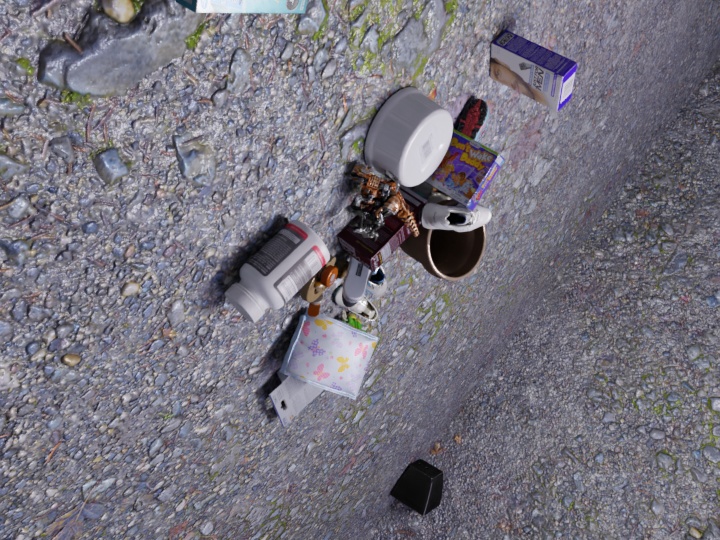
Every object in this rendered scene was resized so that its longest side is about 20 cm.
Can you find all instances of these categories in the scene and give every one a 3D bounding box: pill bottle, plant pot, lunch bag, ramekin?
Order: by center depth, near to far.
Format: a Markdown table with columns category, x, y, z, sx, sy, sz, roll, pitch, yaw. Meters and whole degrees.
| category | x | y | z | sx | sy | sz | roll | pitch | yaw |
| --- | --- | --- | --- | --- | --- | --- | --- | --- | --- |
| pill bottle | -0.163 | 0.005 | 1.247 | 0.200 | 0.110 | 0.111 | -45 | 152 | -18 |
| ramekin | 0.109 | -0.279 | 1.376 | 0.200 | 0.098 | 0.201 | -38 | 149 | -28 |
| lunch bag | -0.084 | 0.197 | 1.551 | 0.199 | 0.127 | 0.171 | 24 | 81 | -32 |
| plant pot | 0.188 | -0.085 | 1.613 | 0.199 | 0.174 | 0.202 | -8 | 104 | -33 |
| plant pot | 0.295 | 1.046 | 3.140 | 0.200 | 0.199 | 0.179 | 2 | 109 | -59 |

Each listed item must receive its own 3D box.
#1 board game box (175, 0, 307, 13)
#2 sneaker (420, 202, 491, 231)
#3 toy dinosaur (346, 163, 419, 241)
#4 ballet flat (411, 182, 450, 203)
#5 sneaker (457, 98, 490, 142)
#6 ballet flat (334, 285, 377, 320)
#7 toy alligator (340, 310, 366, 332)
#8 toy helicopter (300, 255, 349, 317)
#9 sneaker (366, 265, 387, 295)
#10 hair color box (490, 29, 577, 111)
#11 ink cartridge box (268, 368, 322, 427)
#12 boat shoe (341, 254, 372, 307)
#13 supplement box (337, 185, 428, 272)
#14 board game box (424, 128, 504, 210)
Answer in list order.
| category | x | y | z | sx | sy | sz | roll | pitch | yaw |
| --- | --- | --- | --- | --- | --- | --- | --- | --- | --- |
| board game box | -0.142 | -0.425 | 0.851 | 0.199 | 0.047 | 0.152 | -24 | 141 | -45 |
| sneaker | 0.234 | -0.118 | 1.479 | 0.199 | 0.087 | 0.075 | -8 | 106 | -35 |
| toy dinosaur | 0.045 | -0.137 | 1.372 | 0.136 | 0.200 | 0.102 | -42 | -179 | 25 |
| ballet flat | 0.197 | -0.189 | 1.661 | 0.200 | 0.064 | 0.068 | -7 | 126 | -56 |
| sneaker | 0.273 | -0.323 | 1.613 | 0.201 | 0.079 | 0.095 | -60 | 155 | 11 |
| ballet flat | -0.001 | 0.087 | 1.659 | 0.070 | 0.069 | 0.200 | -53 | 153 | -2 |
| toy alligator | -0.037 | 0.146 | 1.690 | 0.054 | 0.060 | 0.200 | -15 | 155 | 14 |
| toy helicopter | -0.077 | 0.023 | 1.457 | 0.200 | 0.078 | 0.133 | -29 | 139 | -62 |
| sneaker | 0.037 | 0.023 | 1.640 | 0.072 | 0.072 | 0.200 | -52 | 155 | -8 |
| hair color box | 0.404 | -0.472 | 1.514 | 0.065 | 0.200 | 0.110 | -43 | 152 | -17 |
| ink cartridge box | -0.156 | 0.290 | 1.669 | 0.200 | 0.043 | 0.197 | -39 | 149 | -22 |
| boat shoe | 0.000 | 0.000 | 1.511 | 0.066 | 0.069 | 0.201 | 116 | -9 | -57 |
| supplement box | 0.055 | -0.104 | 1.478 | 0.200 | 0.109 | 0.061 | -45 | 152 | -16 |
| board game box | 0.207 | -0.245 | 1.460 | 0.135 | 0.200 | 0.045 | -58 | 151 | 8 |
